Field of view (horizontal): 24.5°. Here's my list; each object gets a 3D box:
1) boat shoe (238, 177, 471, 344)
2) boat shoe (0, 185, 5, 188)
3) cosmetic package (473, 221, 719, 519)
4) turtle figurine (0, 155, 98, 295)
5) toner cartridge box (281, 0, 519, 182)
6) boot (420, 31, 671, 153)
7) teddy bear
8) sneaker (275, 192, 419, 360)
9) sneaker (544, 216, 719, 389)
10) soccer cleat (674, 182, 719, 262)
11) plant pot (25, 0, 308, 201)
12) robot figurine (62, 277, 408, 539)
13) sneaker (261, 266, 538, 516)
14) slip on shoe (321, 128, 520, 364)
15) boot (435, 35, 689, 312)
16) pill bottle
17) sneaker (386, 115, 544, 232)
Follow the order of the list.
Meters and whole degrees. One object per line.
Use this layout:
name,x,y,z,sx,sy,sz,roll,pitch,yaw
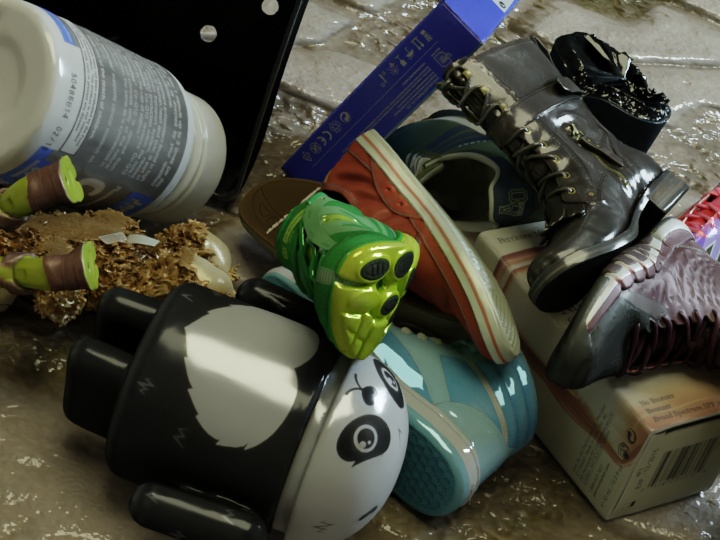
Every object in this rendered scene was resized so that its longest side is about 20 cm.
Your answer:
boat shoe,0.000,0.000,1.159,0.200,0.065,0.072,25,56,22
boat shoe,-0.292,-0.063,1.110,0.072,0.072,0.200,20,34,24
cosmetic package,0.159,0.061,1.130,0.103,0.087,0.200,-11,46,-34
turtle figurine,-0.242,-0.018,0.970,0.161,0.064,0.201,-15,72,4
toner cartridge box,0.029,-0.139,1.234,0.043,0.200,0.095,45,38,-4
boot,0.138,-0.115,1.281,0.076,0.168,0.200,-19,50,-40
teddy bear,-0.172,0.002,1.064,0.199,0.067,0.145,0,25,-22
sneaker,-0.014,0.001,0.962,0.083,0.074,0.200,26,4,1
sneaker,0.203,0.039,1.045,0.115,0.076,0.200,35,38,14
soccer cleat,0.287,-0.041,1.332,0.068,0.073,0.200,38,40,24
plant pot,-0.131,-0.202,1.262,0.199,0.200,0.177,23,25,5
robot figurine,-0.070,0.081,0.966,0.199,0.151,0.125,22,-1,4
sneaker,0.031,0.061,1.083,0.130,0.080,0.200,-25,64,-42
slip on shoe,0.040,-0.009,1.085,0.200,0.061,0.074,53,5,32
boot,0.116,-0.072,1.115,0.174,0.069,0.200,45,40,9
pill bottle,-0.182,-0.097,1.100,0.114,0.114,0.200,44,12,30
sneaker,0.064,-0.070,1.222,0.090,0.067,0.200,-15,21,-38
